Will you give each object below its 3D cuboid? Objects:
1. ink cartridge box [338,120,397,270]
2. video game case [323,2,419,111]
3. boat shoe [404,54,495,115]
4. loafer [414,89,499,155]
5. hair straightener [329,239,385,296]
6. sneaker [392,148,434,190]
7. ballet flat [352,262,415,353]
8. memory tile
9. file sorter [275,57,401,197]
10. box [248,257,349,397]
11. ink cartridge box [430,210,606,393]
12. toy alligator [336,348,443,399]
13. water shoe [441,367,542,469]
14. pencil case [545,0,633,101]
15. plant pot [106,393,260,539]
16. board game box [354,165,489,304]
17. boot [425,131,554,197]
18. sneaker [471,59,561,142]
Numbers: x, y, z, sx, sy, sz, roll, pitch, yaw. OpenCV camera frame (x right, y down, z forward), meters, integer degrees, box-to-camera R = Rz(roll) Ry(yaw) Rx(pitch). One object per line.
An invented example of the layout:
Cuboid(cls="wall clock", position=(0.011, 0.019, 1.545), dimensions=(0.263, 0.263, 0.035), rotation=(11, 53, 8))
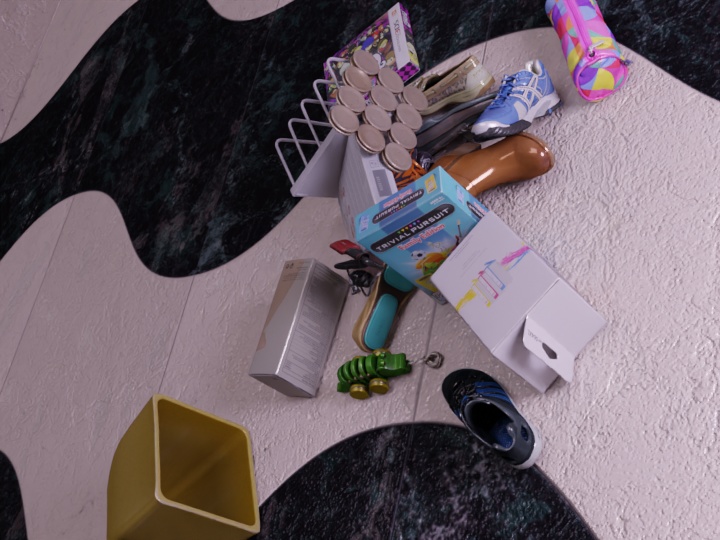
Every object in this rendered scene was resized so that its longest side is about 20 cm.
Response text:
Cuboid(cls="ink cartridge box", position=(0.010, -0.112, 1.584), dimensions=(0.201, 0.046, 0.163), rotation=(102, 155, -57))
Cuboid(cls="video game case", position=(0.017, -0.380, 1.854), dimensions=(0.198, 0.036, 0.184), rotation=(-33, 42, 27))
Cuboid(cls="boat shoe", position=(0.135, -0.307, 1.632), dimensions=(0.198, 0.063, 0.074), rotation=(-9, 36, 49))
Cuboid(cls="loafer", position=(0.162, -0.229, 1.582), dimensions=(0.198, 0.071, 0.064), rotation=(-18, 92, 40))
Cuboid(cls="hair straightener", position=(0.000, 0.000, 1.542), dimensions=(0.040, 0.079, 0.199), rotation=(-15, 12, -18))
Cuboid(cls="sneaker", position=(0.093, -0.134, 1.563), dimensions=(0.199, 0.077, 0.114), rotation=(19, 79, 51))
Cuboid(cls="ballet flat", position=(0.041, 0.028, 1.517), dimensions=(0.202, 0.068, 0.063), rotation=(-61, 24, -8))
Cuboid(cls="memory tile", position=(0.029, -0.250, 1.544), dimensions=(0.017, 0.152, 0.202), rotation=(-43, 21, 44))
Cuboid(cls="file sorter", position=(-0.035, -0.234, 1.653), dimensions=(0.201, 0.137, 0.126), rotation=(-50, 54, 38))
Cuboid(cls="box", position=(-0.098, 0.092, 1.597), dimensions=(0.077, 0.094, 0.203), rotation=(-5, 59, 46))
Cuboid(cls="ink cartridge box", position=(0.207, 0.045, 1.272), dimensions=(0.126, 0.128, 0.201), rotation=(-48, 39, 9))
Cuboid(cls="toy alligator", position=(0.028, 0.141, 1.456), dimensions=(0.198, 0.054, 0.060), rotation=(-22, 49, 36))
Cuboid(cls="water shoe", position=(0.157, 0.173, 1.274), dimensions=(0.072, 0.079, 0.200), rotation=(-54, 38, 2))
Cuboid(cls="pencil case", position=(0.329, -0.339, 1.450), dimensions=(0.088, 0.088, 0.202), rotation=(-34, 42, 25))
Cuboid(cls="plant pot", position=(-0.298, 0.353, 1.559), dimensions=(0.200, 0.193, 0.198), rotation=(-43, 39, 25))
Cuboid(cls="board game box", position=(0.111, -0.042, 1.379), dimensions=(0.150, 0.199, 0.048), rotation=(-28, 45, 30))
Cuboid(cls="boot", position=(0.167, -0.133, 1.426), dimensions=(0.198, 0.078, 0.155), rotation=(11, 41, 45))
Cuboid(cls="sneaker", position=(0.215, -0.241, 1.428), dimensions=(0.075, 0.078, 0.199), rotation=(-7, 21, 42))
